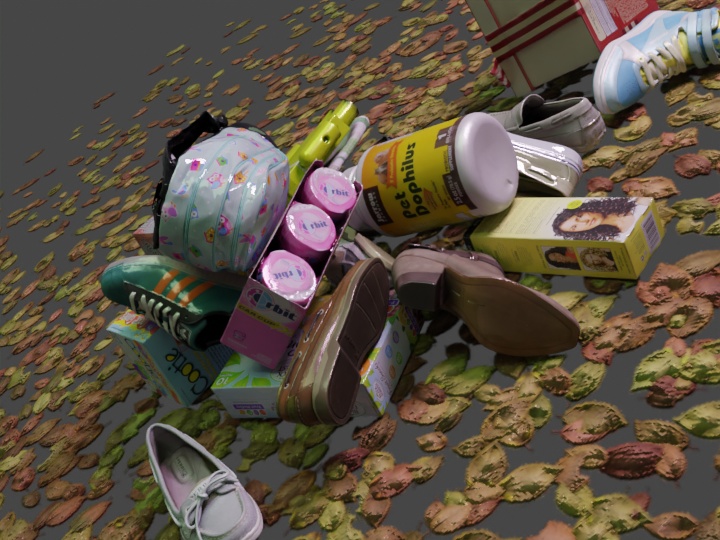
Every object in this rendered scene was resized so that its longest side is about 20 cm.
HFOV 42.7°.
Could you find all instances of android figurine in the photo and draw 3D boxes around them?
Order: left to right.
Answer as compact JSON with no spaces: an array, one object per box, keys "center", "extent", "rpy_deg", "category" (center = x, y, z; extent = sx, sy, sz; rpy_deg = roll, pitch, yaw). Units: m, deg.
[{"center":[-0.082,-0.154,1.307],"extent":[0.201,0.041,0.182],"rpy_deg":[-52,13,-14],"category":"android figurine"}]

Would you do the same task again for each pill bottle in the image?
[{"center":[0.070,-0.100,1.034],"extent":[0.198,0.110,0.110],"rpy_deg":[-13,32,41],"category":"pill bottle"}]

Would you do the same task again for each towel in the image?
[{"center":[-0.066,-0.129,1.315],"extent":[0.149,0.031,0.201],"rpy_deg":[-41,13,45],"category":"towel"}]

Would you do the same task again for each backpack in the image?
[{"center":[-0.145,-0.076,0.987],"extent":[0.125,0.169,0.200],"rpy_deg":[9,14,5],"category":"backpack"}]

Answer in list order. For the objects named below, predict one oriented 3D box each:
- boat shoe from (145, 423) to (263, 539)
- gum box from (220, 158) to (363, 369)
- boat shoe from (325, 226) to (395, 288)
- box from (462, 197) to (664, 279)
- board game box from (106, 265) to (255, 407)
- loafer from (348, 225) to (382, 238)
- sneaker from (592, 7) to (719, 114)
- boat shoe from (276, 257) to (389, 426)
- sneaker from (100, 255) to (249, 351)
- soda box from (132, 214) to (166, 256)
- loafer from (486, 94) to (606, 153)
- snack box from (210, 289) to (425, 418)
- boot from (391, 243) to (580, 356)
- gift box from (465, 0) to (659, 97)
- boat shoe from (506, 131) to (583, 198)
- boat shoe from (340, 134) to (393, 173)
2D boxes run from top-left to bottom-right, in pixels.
[{"center":[-0.158,0.210,0.888],"extent":[0.074,0.065,0.202],"rpy_deg":[-37,30,-13],"category":"boat shoe"},{"center":[-0.067,-0.012,0.968],"extent":[0.114,0.066,0.201],"rpy_deg":[-59,5,47],"category":"gum box"},{"center":[0.000,0.000,1.063],"extent":[0.069,0.074,0.200],"rpy_deg":[-53,12,0],"category":"boat shoe"},{"center":[0.207,-0.036,0.960],"extent":[0.198,0.050,0.075],"rpy_deg":[2,41,45],"category":"box"},{"center":[-0.189,0.051,1.127],"extent":[0.102,0.106,0.200],"rpy_deg":[9,46,50],"category":"board game box"},{"center":[0.034,-0.085,1.155],"extent":[0.198,0.076,0.070],"rpy_deg":[-19,9,18],"category":"loafer"},{"center":[0.380,-0.264,1.131],"extent":[0.130,0.080,0.200],"rpy_deg":[8,47,50],"category":"sneaker"},{"center":[-0.028,0.061,0.893],"extent":[0.067,0.072,0.201],"rpy_deg":[-6,38,28],"category":"boat shoe"},{"center":[-0.194,0.040,1.005],"extent":[0.197,0.072,0.081],"rpy_deg":[9,51,4],"category":"sneaker"},{"center":[-0.186,-0.079,1.151],"extent":[0.063,0.069,0.200],"rpy_deg":[1,40,46],"category":"soda box"},{"center":[0.220,-0.192,1.171],"extent":[0.199,0.070,0.070],"rpy_deg":[7,45,48],"category":"loafer"},{"center":[-0.045,0.090,0.987],"extent":[0.198,0.053,0.143],"rpy_deg":[-7,38,33],"category":"snack box"},{"center":[0.125,0.018,0.924],"extent":[0.198,0.071,0.146],"rpy_deg":[17,18,11],"category":"boot"},{"center":[0.251,-0.358,1.242],"extent":[0.199,0.186,0.186],"rpy_deg":[-33,10,-32],"category":"gift box"},{"center":[0.157,-0.123,1.073],"extent":[0.197,0.072,0.062],"rpy_deg":[11,51,19],"category":"boat shoe"},{"center":[-0.019,-0.107,1.262],"extent":[0.200,0.068,0.072],"rpy_deg":[-41,33,-16],"category":"boat shoe"}]
